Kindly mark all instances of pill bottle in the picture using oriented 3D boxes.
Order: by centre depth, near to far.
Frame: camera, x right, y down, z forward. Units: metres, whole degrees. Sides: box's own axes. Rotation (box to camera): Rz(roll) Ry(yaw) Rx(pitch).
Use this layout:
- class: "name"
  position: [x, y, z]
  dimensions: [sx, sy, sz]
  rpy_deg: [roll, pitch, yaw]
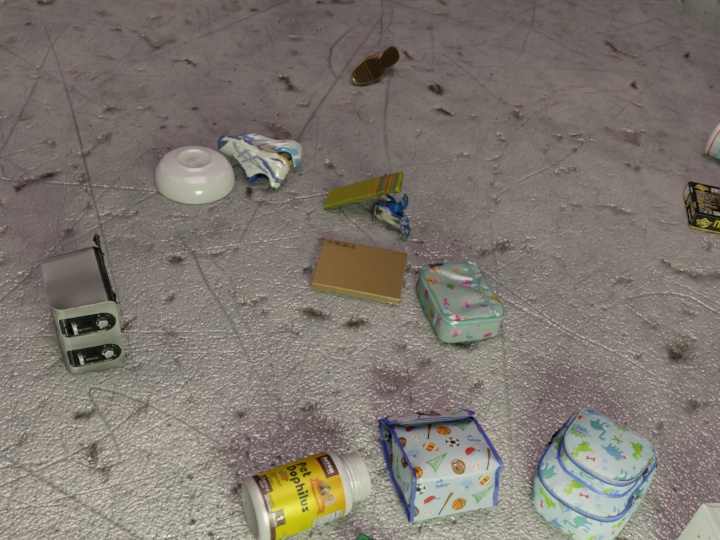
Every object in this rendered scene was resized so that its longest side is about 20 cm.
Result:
- class: "pill bottle"
  position: [-0.087, 0.364, 1.306]
  dimensions: [0.199, 0.110, 0.109]
  rpy_deg: [-13, 46, -23]
- class: "pill bottle"
  position: [1.115, -0.350, 2.313]
  dimensions: [0.199, 0.109, 0.109]
  rpy_deg: [32, 47, 24]

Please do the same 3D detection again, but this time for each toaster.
- class: "toaster"
  position: [-0.522, 0.068, 1.508]
  dimensions: [0.118, 0.182, 0.200]
  rpy_deg: [-13, 46, -21]

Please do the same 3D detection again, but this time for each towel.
- class: "towel"
  position: [0.009, -0.195, 1.955]
  dimensions: [0.199, 0.018, 0.086]
  rpy_deg: [-12, 32, 20]

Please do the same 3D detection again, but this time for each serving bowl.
- class: "serving bowl"
  position: [-0.409, -0.249, 1.971]
  dimensions: [0.199, 0.066, 0.201]
  rpy_deg: [5, 42, -5]

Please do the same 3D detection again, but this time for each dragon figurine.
- class: "dragon figurine"
  position: [0.084, -0.155, 1.954]
  dimensions: [0.099, 0.059, 0.201]
  rpy_deg: [8, 42, 0]

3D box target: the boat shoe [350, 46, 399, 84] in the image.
- class: "boat shoe"
  position: [0.035, -0.634, 2.485]
  dimensions: [0.200, 0.072, 0.065]
  rpy_deg: [-41, 24, -28]

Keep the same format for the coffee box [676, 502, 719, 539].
- class: "coffee box"
  position: [0.610, 0.495, 1.213]
  dimensions: [0.199, 0.199, 0.200]
  rpy_deg: [3, 40, -9]

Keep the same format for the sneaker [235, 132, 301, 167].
- class: "sneaker"
  position: [-0.251, -0.307, 2.062]
  dimensions: [0.198, 0.072, 0.073]
  rpy_deg: [5, 54, 3]

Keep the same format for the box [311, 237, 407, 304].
- class: "box"
  position: [0.000, 0.000, 1.794]
  dimensions: [0.199, 0.021, 0.164]
  rpy_deg: [11, 42, 2]

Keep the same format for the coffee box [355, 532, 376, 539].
- class: "coffee box"
  position: [0.006, 0.510, 1.208]
  dimensions: [0.122, 0.044, 0.200]
  rpy_deg: [21, 43, 15]

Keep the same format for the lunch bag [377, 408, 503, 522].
- class: "lunch bag"
  position: [0.133, 0.316, 1.395]
  dimensions: [0.169, 0.125, 0.200]
  rpy_deg: [-4, 29, -14]

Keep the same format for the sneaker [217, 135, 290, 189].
- class: "sneaker"
  position: [-0.279, -0.270, 1.997]
  dimensions: [0.199, 0.075, 0.089]
  rpy_deg: [22, 85, 12]

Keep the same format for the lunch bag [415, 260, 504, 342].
- class: "lunch bag"
  position: [0.215, 0.060, 1.723]
  dimensions: [0.159, 0.077, 0.201]
  rpy_deg: [-6, 43, -16]

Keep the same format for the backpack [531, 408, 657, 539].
- class: "backpack"
  position: [0.398, 0.351, 1.378]
  dimensions: [0.182, 0.148, 0.200]
  rpy_deg: [29, 48, 25]

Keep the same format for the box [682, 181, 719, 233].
- class: "box"
  position: [0.971, -0.157, 2.119]
  dimensions: [0.199, 0.050, 0.160]
  rpy_deg: [12, 39, 4]
